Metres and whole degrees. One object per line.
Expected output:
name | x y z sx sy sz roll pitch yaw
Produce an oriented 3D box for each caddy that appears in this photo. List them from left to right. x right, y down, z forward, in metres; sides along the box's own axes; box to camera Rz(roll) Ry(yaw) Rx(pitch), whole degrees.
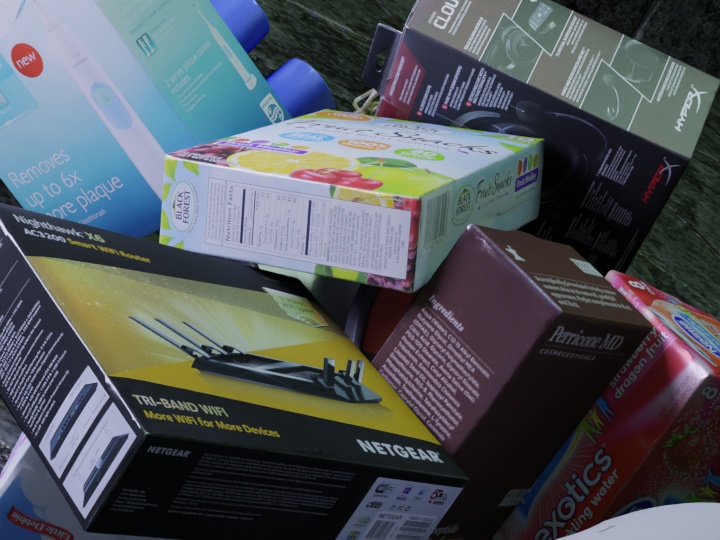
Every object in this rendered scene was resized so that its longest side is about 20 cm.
caddy | -0.105 -0.122 1.240 0.141 0.105 0.200 47 -12 -8

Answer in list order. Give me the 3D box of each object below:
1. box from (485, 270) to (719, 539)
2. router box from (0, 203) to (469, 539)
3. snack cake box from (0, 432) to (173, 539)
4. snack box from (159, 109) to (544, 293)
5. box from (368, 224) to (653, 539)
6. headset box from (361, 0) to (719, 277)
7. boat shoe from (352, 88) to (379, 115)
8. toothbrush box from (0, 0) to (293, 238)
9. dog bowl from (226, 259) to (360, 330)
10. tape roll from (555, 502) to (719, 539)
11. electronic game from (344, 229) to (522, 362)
box | 0.129 0.116 0.912 0.095 0.201 0.100 22 20 -37
router box | -0.067 0.051 0.760 0.199 0.052 0.157 15 26 -47
snack cake box | -0.098 0.082 0.824 0.115 0.067 0.200 32 17 -9
snack box | 0.001 -0.043 0.919 0.141 0.053 0.200 11 16 22
box | 0.046 0.080 0.860 0.075 0.201 0.100 44 20 31
headset box | 0.092 -0.086 1.034 0.199 0.149 0.077 26 52 5
boat shoe | -0.009 -0.086 1.262 0.063 0.200 0.073 49 55 -5
toothbrush box | -0.159 -0.119 0.982 0.201 0.146 0.085 56 40 -16
dog bowl | 0.000 0.000 1.074 0.198 0.059 0.201 10 50 -12
tape roll | 0.122 0.200 0.673 0.202 0.203 0.139 40 19 23
electronic game | 0.066 0.067 0.999 0.199 0.202 0.041 19 -17 -38
